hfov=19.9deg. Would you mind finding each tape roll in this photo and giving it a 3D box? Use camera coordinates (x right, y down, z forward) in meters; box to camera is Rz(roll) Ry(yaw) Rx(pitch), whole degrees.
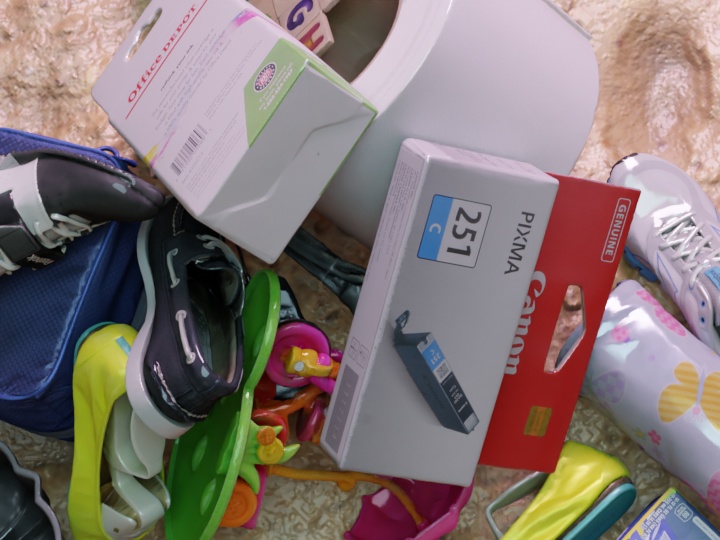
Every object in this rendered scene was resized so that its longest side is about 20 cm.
[{"bbox_3d":[0.036,-0.114,1.329,0.139,0.202,0.204,34,79,-31],"label":"tape roll"}]

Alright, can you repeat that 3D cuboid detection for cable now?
[{"bbox_3d":[0.000,0.000,1.372,0.200,0.097,0.050,41,94,3],"label":"cable"}]

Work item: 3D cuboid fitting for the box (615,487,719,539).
[{"bbox_3d":[0.159,0.238,1.347,0.070,0.064,0.200,43,81,8],"label":"box"}]

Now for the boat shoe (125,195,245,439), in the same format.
[{"bbox_3d":[-0.099,0.017,1.276,0.060,0.076,0.201,-32,39,26],"label":"boat shoe"}]

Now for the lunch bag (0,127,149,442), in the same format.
[{"bbox_3d":[-0.203,0.006,1.365,0.135,0.132,0.201,16,77,23],"label":"lunch bag"}]

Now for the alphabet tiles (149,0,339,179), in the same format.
[{"bbox_3d":[-0.079,-0.155,1.376,0.200,0.006,0.167,-42,36,20],"label":"alphabet tiles"}]

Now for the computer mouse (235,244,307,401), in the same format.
[{"bbox_3d":[-0.080,0.000,1.398,0.058,0.034,0.201,-20,91,-3],"label":"computer mouse"}]

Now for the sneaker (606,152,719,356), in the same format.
[{"bbox_3d":[0.235,0.001,1.383,0.075,0.087,0.201,-31,79,-4],"label":"sneaker"}]

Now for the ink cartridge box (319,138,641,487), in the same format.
[{"bbox_3d":[0.083,0.033,1.263,0.175,0.045,0.201,9,104,-25],"label":"ink cartridge box"}]

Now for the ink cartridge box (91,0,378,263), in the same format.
[{"bbox_3d":[-0.084,-0.104,1.276,0.067,0.200,0.117,30,99,-37],"label":"ink cartridge box"}]

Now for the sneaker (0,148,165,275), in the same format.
[{"bbox_3d":[-0.209,-0.027,1.268,0.199,0.074,0.089,3,72,31],"label":"sneaker"}]

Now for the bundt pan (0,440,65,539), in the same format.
[{"bbox_3d":[-0.278,0.204,1.342,0.200,0.076,0.203,-3,73,11],"label":"bundt pan"}]

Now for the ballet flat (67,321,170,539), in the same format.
[{"bbox_3d":[-0.150,0.124,1.312,0.067,0.201,0.067,-27,47,-34],"label":"ballet flat"}]

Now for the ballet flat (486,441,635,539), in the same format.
[{"bbox_3d":[0.096,0.191,1.355,0.200,0.067,0.067,-45,65,-11],"label":"ballet flat"}]

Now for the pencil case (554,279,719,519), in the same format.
[{"bbox_3d":[0.218,0.098,1.344,0.083,0.091,0.200,-42,69,-14],"label":"pencil case"}]

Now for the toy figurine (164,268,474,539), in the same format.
[{"bbox_3d":[-0.010,0.111,1.331,0.183,0.150,0.201,15,112,-18],"label":"toy figurine"}]
